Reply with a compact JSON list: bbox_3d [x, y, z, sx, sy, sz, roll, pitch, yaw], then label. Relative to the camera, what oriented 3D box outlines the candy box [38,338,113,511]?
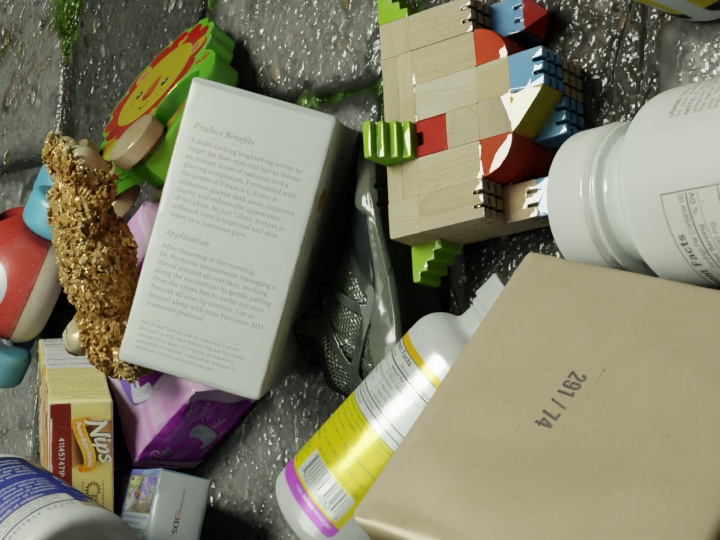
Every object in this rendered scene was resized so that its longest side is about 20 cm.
[{"bbox_3d":[-0.244,0.137,1.240,0.200,0.055,0.116,-141,52,-71],"label":"candy box"}]

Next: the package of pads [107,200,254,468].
[{"bbox_3d":[-0.160,0.052,1.213,0.121,0.075,0.201,-48,49,36],"label":"package of pads"}]

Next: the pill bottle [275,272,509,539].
[{"bbox_3d":[0.045,0.099,0.921,0.200,0.104,0.104,-48,48,10],"label":"pill bottle"}]

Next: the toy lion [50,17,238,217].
[{"bbox_3d":[-0.162,-0.135,1.211,0.200,0.069,0.192,-8,46,57],"label":"toy lion"}]

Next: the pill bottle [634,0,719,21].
[{"bbox_3d":[0.143,-0.216,0.810,0.114,0.199,0.115,-12,74,47],"label":"pill bottle"}]

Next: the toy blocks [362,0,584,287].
[{"bbox_3d":[0.084,-0.102,0.955,0.136,0.100,0.201,-13,73,36],"label":"toy blocks"}]

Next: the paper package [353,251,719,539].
[{"bbox_3d":[0.129,0.104,0.750,0.190,0.104,0.200,12,53,39],"label":"paper package"}]

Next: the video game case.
[{"bbox_3d":[-0.177,0.250,1.152,0.200,0.045,0.183,160,122,-69],"label":"video game case"}]

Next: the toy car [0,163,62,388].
[{"bbox_3d":[-0.369,-0.025,1.349,0.185,0.199,0.177,-64,14,14],"label":"toy car"}]

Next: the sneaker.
[{"bbox_3d":[0.000,0.000,1.034,0.114,0.076,0.201,-14,78,41],"label":"sneaker"}]

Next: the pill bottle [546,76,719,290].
[{"bbox_3d":[0.202,-0.047,0.774,0.199,0.114,0.115,-9,76,48],"label":"pill bottle"}]

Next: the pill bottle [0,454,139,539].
[{"bbox_3d":[-0.256,0.203,1.074,0.199,0.119,0.121,18,97,48],"label":"pill bottle"}]

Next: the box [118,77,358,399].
[{"bbox_3d":[-0.084,-0.024,1.053,0.106,0.152,0.201,16,93,5],"label":"box"}]

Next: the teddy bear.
[{"bbox_3d":[-0.209,-0.009,1.108,0.145,0.066,0.201,42,143,49],"label":"teddy bear"}]
